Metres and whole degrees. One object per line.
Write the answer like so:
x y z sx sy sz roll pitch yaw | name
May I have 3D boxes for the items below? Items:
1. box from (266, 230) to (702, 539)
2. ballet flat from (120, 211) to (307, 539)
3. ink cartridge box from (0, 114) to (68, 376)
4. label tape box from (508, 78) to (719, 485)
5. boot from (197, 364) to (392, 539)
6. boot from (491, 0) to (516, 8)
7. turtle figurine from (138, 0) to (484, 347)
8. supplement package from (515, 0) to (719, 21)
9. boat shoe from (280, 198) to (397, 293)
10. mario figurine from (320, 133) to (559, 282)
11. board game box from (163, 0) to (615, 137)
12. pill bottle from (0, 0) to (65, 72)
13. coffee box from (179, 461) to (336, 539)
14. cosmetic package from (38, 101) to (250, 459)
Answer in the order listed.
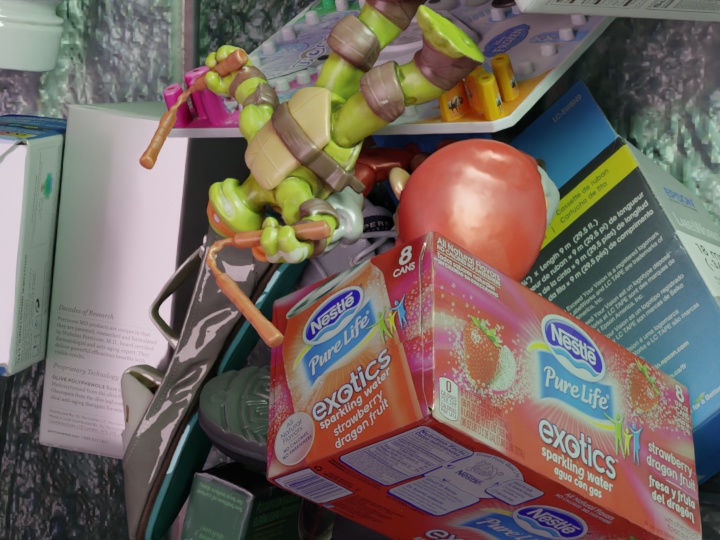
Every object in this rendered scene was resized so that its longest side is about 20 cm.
0.060 0.074 0.952 0.100 0.200 0.096 -24 51 36 | box
-0.095 0.053 1.134 0.064 0.067 0.200 30 104 12 | ballet flat
-0.203 -0.020 1.228 0.076 0.200 0.137 8 98 10 | ink cartridge box
0.127 0.023 1.090 0.144 0.063 0.200 -42 55 27 | label tape box
-0.012 0.151 1.117 0.165 0.066 0.200 8 128 0 | boot
0.076 -0.202 1.080 0.146 0.200 0.070 5 131 9 | boot
-0.017 -0.059 0.947 0.161 0.064 0.200 -44 35 16 | turtle figurine
0.150 -0.218 0.944 0.151 0.200 0.152 -44 63 38 | supplement package
0.001 0.000 1.121 0.201 0.070 0.072 -139 43 -58 | boat shoe
0.034 -0.031 1.035 0.123 0.200 0.106 -25 117 6 | mario figurine
0.025 -0.124 1.073 0.200 0.200 0.026 1 120 31 | board game box
-0.218 -0.227 1.258 0.114 0.114 0.200 16 101 29 | pill bottle
-0.068 0.205 1.196 0.044 0.123 0.200 19 102 26 | coffee box
-0.121 0.004 1.215 0.085 0.108 0.200 8 97 20 | cosmetic package
